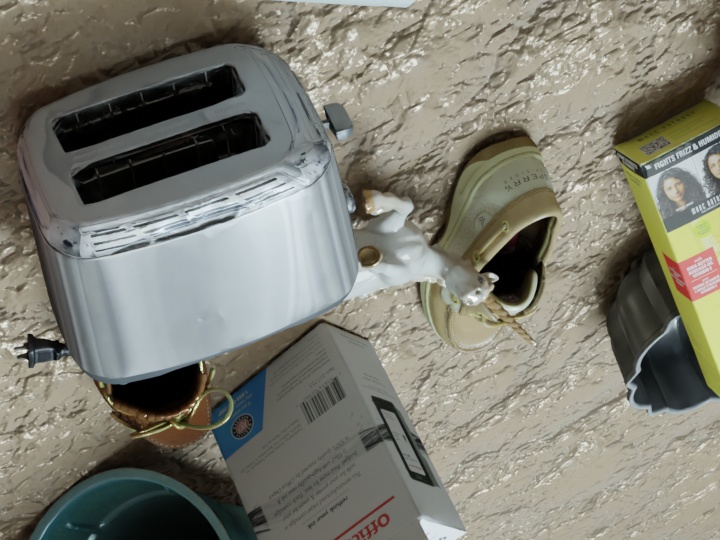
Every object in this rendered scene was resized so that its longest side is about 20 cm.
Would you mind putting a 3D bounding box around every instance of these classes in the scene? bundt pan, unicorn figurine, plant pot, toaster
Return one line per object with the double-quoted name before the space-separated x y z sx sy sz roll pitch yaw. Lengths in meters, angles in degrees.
"bundt pan" 0.274 0.020 1.214 0.200 0.076 0.203 -20 148 -13
"unicorn figurine" 0.000 0.000 0.958 0.197 0.075 0.137 -1 170 13
"plant pot" -0.113 0.250 1.148 0.200 0.201 0.195 -39 154 18
"toaster" -0.096 -0.029 0.820 0.198 0.114 0.130 -19 144 -11

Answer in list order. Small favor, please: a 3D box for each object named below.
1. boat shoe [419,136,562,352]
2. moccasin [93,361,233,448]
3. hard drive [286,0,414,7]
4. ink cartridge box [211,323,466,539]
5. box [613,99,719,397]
"boat shoe" 0.087 0.001 1.049 0.073 0.067 0.201 -18 147 -16
"moccasin" -0.122 0.063 0.960 0.073 0.078 0.202 -21 152 -12
"hard drive" -0.033 -0.181 0.729 0.198 0.026 0.132 -4 141 -35
"ink cartridge box" -0.010 0.153 1.061 0.116 0.201 0.068 -38 147 18
"box" 0.243 -0.008 1.074 0.075 0.050 0.202 -26 114 -2
